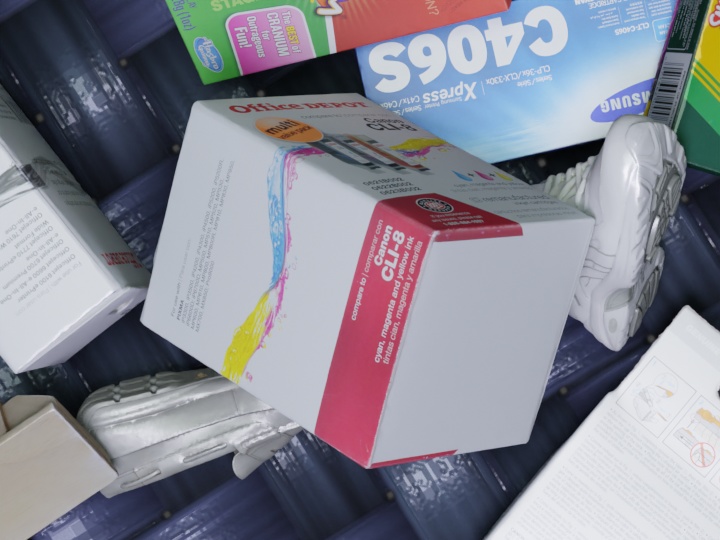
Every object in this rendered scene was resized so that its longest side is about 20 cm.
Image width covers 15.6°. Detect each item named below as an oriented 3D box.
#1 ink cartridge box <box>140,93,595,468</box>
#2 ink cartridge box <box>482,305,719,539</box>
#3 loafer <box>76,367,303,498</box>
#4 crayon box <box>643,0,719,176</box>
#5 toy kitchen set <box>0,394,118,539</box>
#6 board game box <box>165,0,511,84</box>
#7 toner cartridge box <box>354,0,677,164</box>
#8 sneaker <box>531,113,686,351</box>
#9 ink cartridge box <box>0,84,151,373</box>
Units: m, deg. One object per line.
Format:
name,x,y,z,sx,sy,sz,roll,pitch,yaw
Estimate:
ink cartridge box,0.000,0.000,1.493,0.200,0.145,0.145,29,113,37
ink cartridge box,0.191,0.147,1.589,0.161,0.050,0.200,40,88,3
loafer,-0.071,0.090,1.597,0.199,0.070,0.070,-12,104,5
crayon box,0.274,-0.141,1.547,0.172,0.058,0.201,16,92,-15
toy kitchen set,-0.255,0.089,1.604,0.163,0.181,0.200,-33,128,6
board game box,-0.027,-0.202,1.540,0.199,0.040,0.153,-12,123,20
toner cartridge box,0.102,-0.117,1.591,0.199,0.043,0.095,-13,91,4
sneaker,0.128,-0.028,1.524,0.099,0.200,0.078,24,59,12
ink cartridge box,-0.221,-0.042,1.562,0.084,0.145,0.200,-39,88,4
